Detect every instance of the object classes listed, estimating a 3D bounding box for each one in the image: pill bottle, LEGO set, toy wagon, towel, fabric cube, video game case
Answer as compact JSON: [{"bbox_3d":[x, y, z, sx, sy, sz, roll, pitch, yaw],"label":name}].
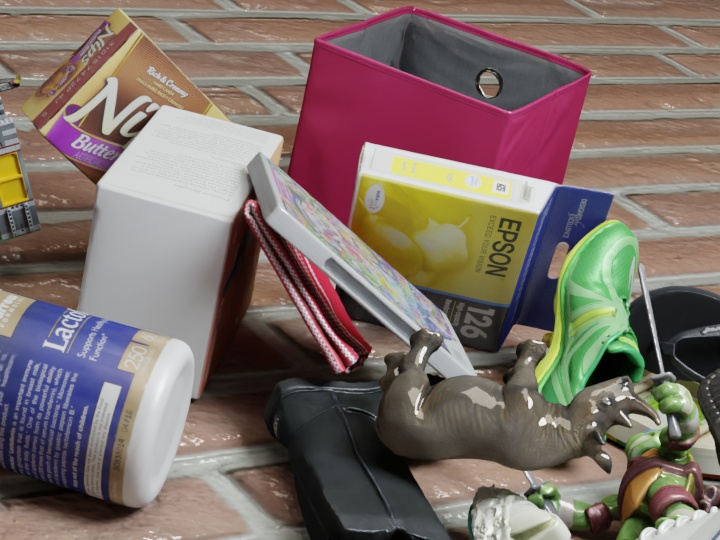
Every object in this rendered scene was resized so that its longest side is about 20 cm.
[{"bbox_3d":[-0.220,0.078,1.420,0.199,0.116,0.116,15,23,5],"label":"pill bottle"},{"bbox_3d":[-0.340,-0.095,1.709,0.153,0.117,0.200,-13,30,-6],"label":"LEGO set"},{"bbox_3d":[0.232,0.103,1.713,0.199,0.040,0.155,26,25,29],"label":"toy wagon"},{"bbox_3d":[-0.038,0.012,1.601,0.145,0.022,0.200,59,3,2],"label":"towel"},{"bbox_3d":[0.065,-0.098,1.883,0.195,0.201,0.200,22,24,22],"label":"fabric cube"},{"bbox_3d":[0.000,0.000,1.564,0.200,0.018,0.143,41,8,-19],"label":"video game case"}]

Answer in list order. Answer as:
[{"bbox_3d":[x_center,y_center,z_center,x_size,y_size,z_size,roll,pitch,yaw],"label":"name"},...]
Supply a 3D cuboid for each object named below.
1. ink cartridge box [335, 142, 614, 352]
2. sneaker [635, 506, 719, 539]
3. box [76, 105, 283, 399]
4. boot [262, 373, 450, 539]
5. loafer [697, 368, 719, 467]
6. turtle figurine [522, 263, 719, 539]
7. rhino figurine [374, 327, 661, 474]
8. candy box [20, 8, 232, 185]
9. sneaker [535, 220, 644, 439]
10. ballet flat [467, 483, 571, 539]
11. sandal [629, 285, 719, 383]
[{"bbox_3d":[0.085,-0.010,1.708,0.199,0.198,0.047,14,53,2],"label":"ink cartridge box"},{"bbox_3d":[0.206,0.183,1.335,0.071,0.200,0.073,40,-11,33],"label":"sneaker"},{"bbox_3d":[-0.140,-0.018,1.640,0.106,0.153,0.200,15,23,3],"label":"box"},{"bbox_3d":[0.031,0.144,1.467,0.164,0.066,0.200,-1,23,-16],"label":"boot"},{"bbox_3d":[0.294,0.150,1.505,0.073,0.071,0.201,-18,38,10],"label":"loafer"},{"bbox_3d":[0.171,0.141,1.463,0.143,0.201,0.194,-20,25,10],"label":"turtle figurine"},{"bbox_3d":[0.103,0.095,1.428,0.198,0.060,0.088,5,53,14],"label":"rhino figurine"},{"bbox_3d":[-0.169,-0.105,1.750,0.200,0.117,0.056,46,0,-38],"label":"candy box"},{"bbox_3d":[0.187,0.056,1.635,0.083,0.201,0.074,-2,-31,38],"label":"sneaker"},{"bbox_3d":[0.111,0.196,1.383,0.071,0.072,0.200,12,27,-4],"label":"ballet flat"},{"bbox_3d":[0.298,0.066,1.682,0.199,0.077,0.043,16,21,7],"label":"sandal"}]
